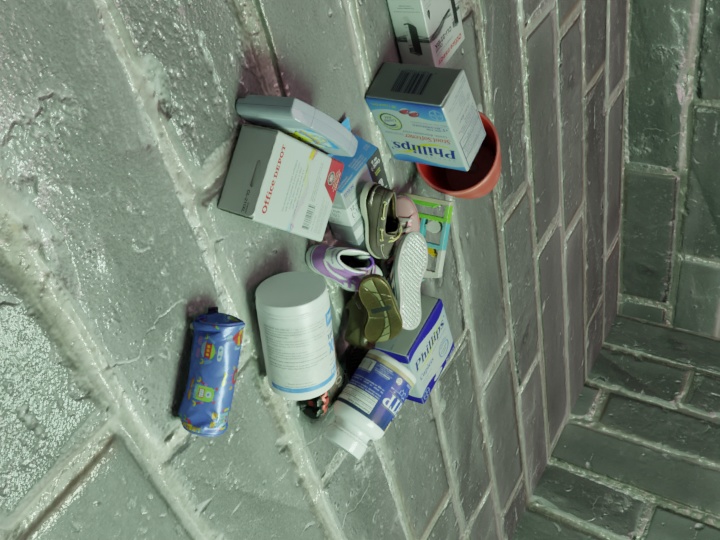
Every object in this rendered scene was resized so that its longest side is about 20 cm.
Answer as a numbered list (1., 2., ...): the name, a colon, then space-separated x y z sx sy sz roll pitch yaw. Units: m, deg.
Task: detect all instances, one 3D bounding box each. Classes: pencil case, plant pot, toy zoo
1. pencil case: -0.242 0.164 1.178 0.078 0.086 0.201 -111 -149 -81
2. plant pot: 0.242 -0.255 1.699 0.177 0.199 0.202 21 85 -67
3. toy zoo: 0.132 -0.065 1.637 0.020 0.131 0.201 -7 108 -57

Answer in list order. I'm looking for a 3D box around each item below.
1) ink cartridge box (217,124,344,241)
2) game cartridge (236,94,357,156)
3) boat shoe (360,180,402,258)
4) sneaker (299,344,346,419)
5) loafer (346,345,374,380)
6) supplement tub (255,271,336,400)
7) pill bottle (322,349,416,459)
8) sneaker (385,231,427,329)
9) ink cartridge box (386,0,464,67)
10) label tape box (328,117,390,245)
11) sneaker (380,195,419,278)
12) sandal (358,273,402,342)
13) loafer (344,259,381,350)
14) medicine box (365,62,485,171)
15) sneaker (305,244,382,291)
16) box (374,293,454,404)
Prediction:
1. ink cartridge box: -0.128 -0.143 1.225 0.200 0.082 0.147 16 92 -58
2. game cartridge: -0.093 -0.234 1.200 0.200 0.133 0.041 20 79 -58
3. boat shoe: 0.047 -0.089 1.433 0.072 0.059 0.201 -55 151 -32
4. sneaker: -0.074 0.194 1.471 0.098 0.071 0.202 -25 125 -52
5. loafer: 0.013 0.253 1.595 0.071 0.073 0.201 77 3 -72
6. supplement tub: -0.114 0.118 1.316 0.132 0.131 0.201 -38 134 -45
7. pill bottle: 0.015 0.273 1.486 0.201 0.119 0.120 -56 145 -15
8. sneaker: 0.086 0.019 1.517 0.078 0.079 0.201 6 90 -30
9. ink cartridge box: 0.135 -0.524 1.497 0.145 0.083 0.201 -56 144 -31
10. label tape box: -0.015 -0.171 1.419 0.144 0.066 0.201 -54 145 -31
11. sneaker: 0.087 -0.059 1.583 0.105 0.075 0.202 -58 153 -78
12. sandal: 0.037 0.070 1.446 0.054 0.080 0.201 -96 174 -45
13. loafer: 0.004 0.070 1.554 0.076 0.067 0.201 51 43 -57
14. medicine box: 0.136 -0.312 1.491 0.103 0.181 0.200 -62 146 -20
15. sneaker: 0.000 0.001 1.427 0.200 0.114 0.073 17 78 -47
16. box: 0.130 0.185 1.765 0.184 0.104 0.201 -56 143 -30
